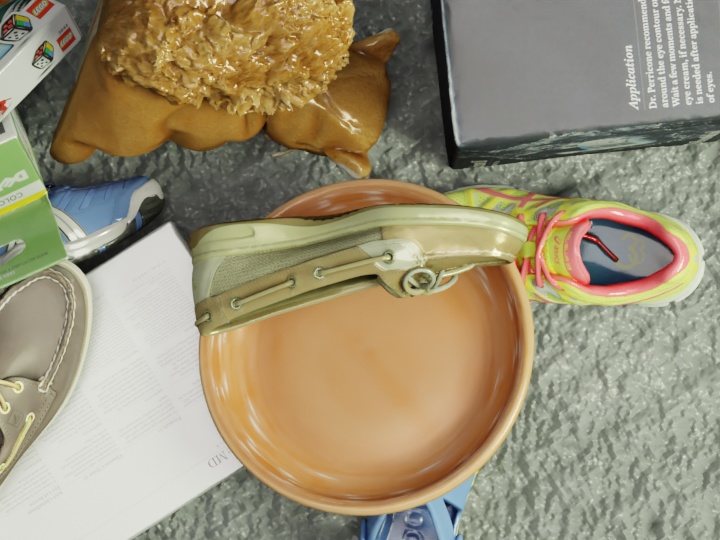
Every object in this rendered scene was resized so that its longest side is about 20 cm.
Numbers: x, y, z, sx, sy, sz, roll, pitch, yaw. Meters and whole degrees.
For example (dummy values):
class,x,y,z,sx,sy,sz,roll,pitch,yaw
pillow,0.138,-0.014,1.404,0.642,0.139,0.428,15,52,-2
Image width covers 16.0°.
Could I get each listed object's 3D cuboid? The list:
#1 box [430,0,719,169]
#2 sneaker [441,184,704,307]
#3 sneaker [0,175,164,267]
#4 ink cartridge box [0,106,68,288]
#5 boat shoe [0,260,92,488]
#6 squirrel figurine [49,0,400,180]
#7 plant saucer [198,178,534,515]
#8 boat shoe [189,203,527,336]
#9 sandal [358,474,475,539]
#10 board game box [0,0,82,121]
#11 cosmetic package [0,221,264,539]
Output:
class,x,y,z,sx,sy,sz,roll,pitch,yaw
box,0.144,-0.130,1.500,0.199,0.197,0.118,-6,88,1
sneaker,0.111,-0.015,1.549,0.199,0.090,0.078,-1,89,3
sneaker,-0.219,-0.029,1.562,0.199,0.076,0.077,-15,92,-1
ink cartridge box,-0.252,-0.074,1.524,0.104,0.059,0.200,-23,52,0
boat shoe,-0.222,0.083,1.510,0.072,0.060,0.200,32,96,4
squirrel figurine,-0.066,-0.118,1.508,0.186,0.200,0.142,18,78,-11
plant saucer,0.005,0.047,1.513,0.199,0.037,0.201,-2,76,10
boat shoe,-0.001,0.000,1.472,0.200,0.073,0.063,-4,81,13
sandal,0.035,0.133,1.547,0.079,0.087,0.201,2,86,3
board game box,-0.273,-0.100,1.488,0.126,0.035,0.200,29,68,32
cosmetic package,-0.157,0.087,1.569,0.200,0.052,0.151,-32,86,0
